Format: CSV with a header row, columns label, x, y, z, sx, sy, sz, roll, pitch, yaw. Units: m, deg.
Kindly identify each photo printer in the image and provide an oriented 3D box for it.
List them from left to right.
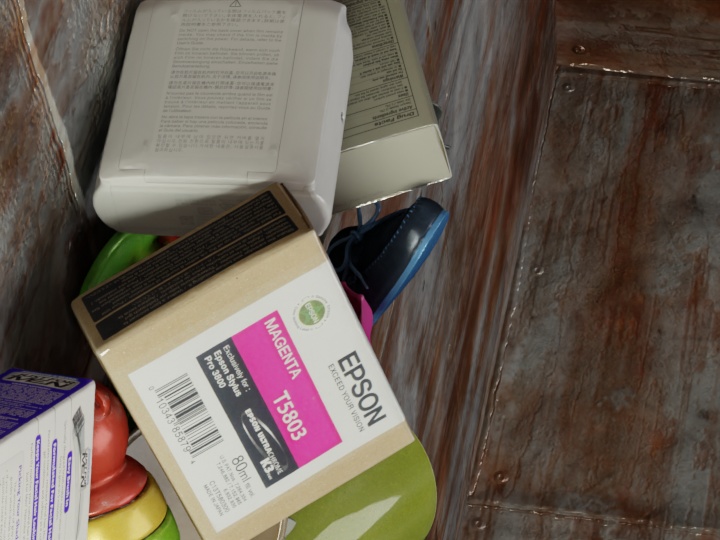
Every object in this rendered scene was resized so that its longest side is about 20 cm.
label,x,y,z,sx,sy,sz,roll,pitch,yaw
photo printer,-0.091,-0.117,1.489,0.070,0.165,0.201,82,11,-52

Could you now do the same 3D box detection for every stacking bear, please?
label,x,y,z,sx,sy,sz,roll,pitch,yaw
stacking bear,-0.179,0.167,1.406,0.113,0.121,0.201,-29,117,-40

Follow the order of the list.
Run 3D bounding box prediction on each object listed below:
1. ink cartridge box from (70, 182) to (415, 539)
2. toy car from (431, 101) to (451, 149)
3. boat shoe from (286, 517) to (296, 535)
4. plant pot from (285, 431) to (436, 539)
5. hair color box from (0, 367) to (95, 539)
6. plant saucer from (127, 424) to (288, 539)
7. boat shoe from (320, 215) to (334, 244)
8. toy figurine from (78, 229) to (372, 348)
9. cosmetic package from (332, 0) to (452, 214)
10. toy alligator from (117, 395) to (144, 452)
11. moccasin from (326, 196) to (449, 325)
label,x,y,z,sx,sy,sz,roll,pitch,yaw
ink cartridge box,-0.075,0.069,1.416,0.201,0.164,0.075,64,-7,-35
toy car,-0.025,-0.134,1.758,0.164,0.198,0.159,58,41,-73
boat shoe,-0.104,0.217,1.735,0.072,0.070,0.201,-57,165,-3
plant pot,-0.055,0.235,1.977,0.200,0.186,0.188,-37,135,-54
hair color box,-0.223,0.136,1.248,0.200,0.064,0.110,-33,129,-70
plant saucer,-0.137,0.190,1.585,0.199,0.029,0.202,-15,113,-38
boat shoe,-0.035,-0.097,1.649,0.060,0.072,0.203,112,-7,-81
toy figurine,-0.081,0.031,1.531,0.151,0.183,0.200,-66,166,20
cosmetic package,-0.006,-0.152,1.586,0.073,0.103,0.201,67,8,-57
toy alligator,-0.124,0.078,1.628,0.200,0.054,0.060,-35,141,-32
moccasin,0.000,0.000,1.604,0.081,0.068,0.200,-49,179,-39
